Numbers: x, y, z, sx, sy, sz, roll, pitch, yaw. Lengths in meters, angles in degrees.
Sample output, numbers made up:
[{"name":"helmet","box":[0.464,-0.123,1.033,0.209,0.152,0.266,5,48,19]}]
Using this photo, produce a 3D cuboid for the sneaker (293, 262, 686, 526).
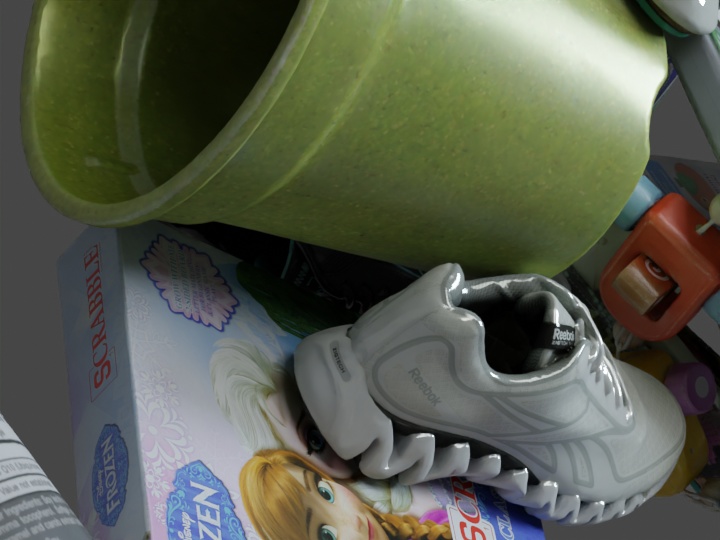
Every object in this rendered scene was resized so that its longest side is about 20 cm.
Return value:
[{"name":"sneaker","box":[0.068,0.044,1.023,0.200,0.081,0.075,13,42,-47]}]

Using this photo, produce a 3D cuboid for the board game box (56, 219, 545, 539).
[{"name":"board game box","box":[-0.013,0.091,0.984,0.199,0.041,0.201,25,36,-32]}]

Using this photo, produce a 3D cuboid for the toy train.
[{"name":"toy train","box":[0.151,0.066,1.123,0.200,0.150,0.056,48,51,5]}]

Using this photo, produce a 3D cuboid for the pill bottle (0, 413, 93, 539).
[{"name":"pill bottle","box":[-0.132,0.097,0.761,0.200,0.116,0.116,52,31,12]}]

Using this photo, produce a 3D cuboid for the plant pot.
[{"name":"plant pot","box":[0.005,-0.083,0.997,0.184,0.200,0.201,22,38,-34]}]

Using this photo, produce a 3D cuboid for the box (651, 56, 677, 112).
[{"name":"box","box":[0.086,-0.098,1.293,0.070,0.064,0.200,41,27,17]}]

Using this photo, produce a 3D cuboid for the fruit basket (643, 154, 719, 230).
[{"name":"fruit basket","box":[0.227,0.015,1.301,0.200,0.094,0.186,12,43,-60]}]

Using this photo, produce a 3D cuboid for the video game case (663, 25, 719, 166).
[{"name":"video game case","box":[0.202,-0.013,1.151,0.182,0.022,0.200,45,17,-28]}]

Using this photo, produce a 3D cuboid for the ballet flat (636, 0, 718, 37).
[{"name":"ballet flat","box":[0.108,-0.180,1.038,0.069,0.069,0.201,17,41,-39]}]

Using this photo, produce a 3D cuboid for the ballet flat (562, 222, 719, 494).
[{"name":"ballet flat","box":[0.126,0.019,1.211,0.200,0.071,0.069,47,31,3]}]

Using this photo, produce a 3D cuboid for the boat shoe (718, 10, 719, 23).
[{"name":"boat shoe","box":[0.164,-0.155,1.340,0.074,0.060,0.200,42,25,19]}]

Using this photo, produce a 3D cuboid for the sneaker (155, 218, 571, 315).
[{"name":"sneaker","box":[0.000,0.000,1.099,0.200,0.075,0.079,32,46,-10]}]
